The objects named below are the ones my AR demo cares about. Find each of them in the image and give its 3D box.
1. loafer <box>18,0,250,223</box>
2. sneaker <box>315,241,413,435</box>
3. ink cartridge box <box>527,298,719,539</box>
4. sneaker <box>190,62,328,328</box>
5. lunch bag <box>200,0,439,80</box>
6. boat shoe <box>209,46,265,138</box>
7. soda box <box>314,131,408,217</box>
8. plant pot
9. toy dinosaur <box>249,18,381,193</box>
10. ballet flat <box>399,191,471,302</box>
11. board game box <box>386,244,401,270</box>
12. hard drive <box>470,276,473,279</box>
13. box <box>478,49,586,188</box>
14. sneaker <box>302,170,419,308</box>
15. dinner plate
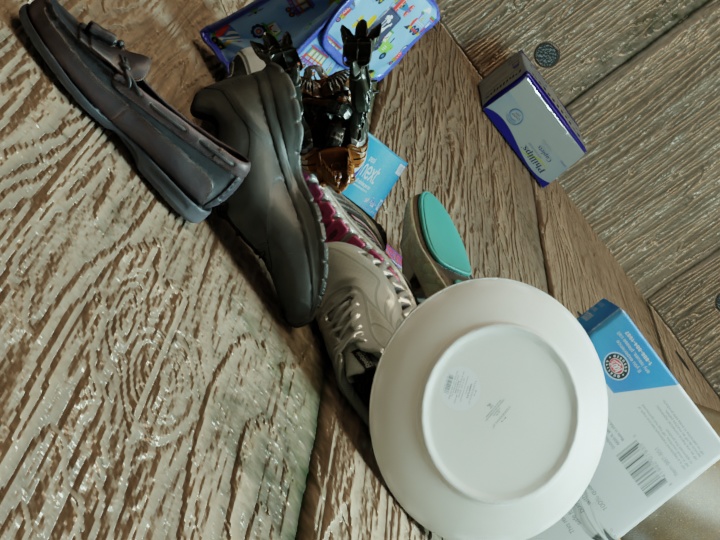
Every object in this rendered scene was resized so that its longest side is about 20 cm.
[{"bbox_3d":[-0.157,-0.125,1.369,0.200,0.063,0.072,50,13,-20],"label":"loafer"},{"bbox_3d":[0.005,0.056,1.496,0.081,0.075,0.201,19,36,-55],"label":"sneaker"},{"bbox_3d":[0.165,0.142,1.535,0.146,0.199,0.084,52,1,-7],"label":"ink cartridge box"},{"bbox_3d":[-0.078,-0.052,1.466,0.076,0.090,0.202,137,-60,-76],"label":"sneaker"},{"bbox_3d":[-0.022,-0.224,1.792,0.095,0.199,0.150,59,13,24],"label":"lunch bag"},{"bbox_3d":[-0.099,-0.131,1.612,0.201,0.056,0.069,-106,-172,-60],"label":"boat shoe"},{"bbox_3d":[-0.022,-0.106,1.758,0.068,0.064,0.200,33,1,17],"label":"soda box"},{"bbox_3d":[0.246,0.186,1.860,0.199,0.187,0.188,28,25,-34],"label":"plant pot"},{"bbox_3d":[-0.021,-0.123,1.557,0.200,0.101,0.137,43,-35,51],"label":"toy dinosaur"},{"bbox_3d":[0.063,0.019,1.596,0.067,0.062,0.201,30,29,-43],"label":"ballet flat"},{"bbox_3d":[0.029,0.017,1.788,0.200,0.032,0.120,39,15,-50],"label":"board game box"},{"bbox_3d":[0.126,0.065,1.922,0.201,0.042,0.135,56,5,-33],"label":"hard drive"},{"bbox_3d":[0.305,-0.272,3.429,0.184,0.105,0.200,50,13,-15],"label":"box"},{"bbox_3d":[0.000,0.000,1.602,0.201,0.074,0.087,53,17,17],"label":"sneaker"},{"bbox_3d":[0.102,0.106,1.444,0.201,0.200,0.024,52,-17,-11],"label":"dinner plate"}]
